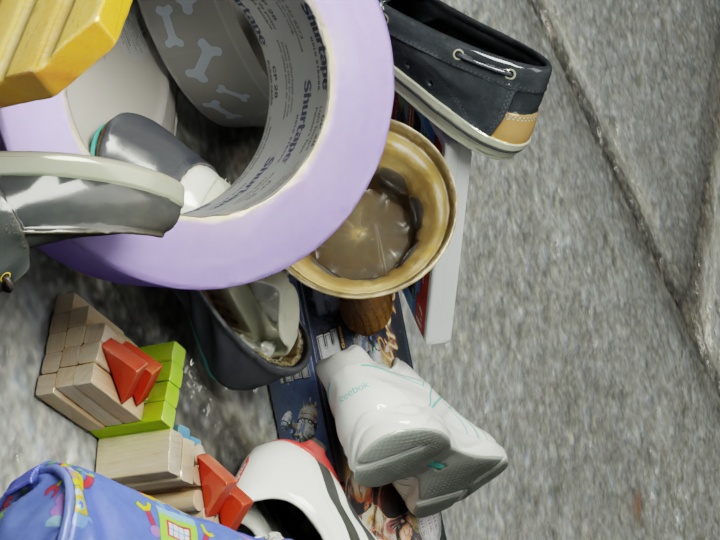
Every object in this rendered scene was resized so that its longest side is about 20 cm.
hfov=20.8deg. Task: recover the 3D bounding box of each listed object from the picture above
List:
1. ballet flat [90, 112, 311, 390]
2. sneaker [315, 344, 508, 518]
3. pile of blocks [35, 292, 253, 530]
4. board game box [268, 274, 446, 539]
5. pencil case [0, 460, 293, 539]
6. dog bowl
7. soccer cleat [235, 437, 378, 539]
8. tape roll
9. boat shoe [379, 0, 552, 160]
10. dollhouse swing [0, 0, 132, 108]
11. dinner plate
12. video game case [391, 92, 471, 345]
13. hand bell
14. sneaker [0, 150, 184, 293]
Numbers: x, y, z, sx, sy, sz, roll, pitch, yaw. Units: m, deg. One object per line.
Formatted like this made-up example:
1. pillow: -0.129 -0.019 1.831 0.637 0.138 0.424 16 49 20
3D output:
1. ballet flat: -0.075 -0.008 1.059 0.200 0.073 0.073 65 29 -41
2. sneaker: 0.033 0.094 1.185 0.080 0.070 0.200 60 7 26
3. pile of blocks: -0.093 0.095 1.024 0.200 0.062 0.082 65 31 -28
4. board game box: -0.005 0.090 1.225 0.135 0.035 0.200 -16 95 -63
5. pencil case: -0.090 0.149 0.942 0.200 0.078 0.087 25 46 -40
6. dog bowl: -0.073 -0.174 1.133 0.200 0.059 0.200 -14 90 -71
7. soccer cleat: -0.002 0.183 1.112 0.200 0.069 0.085 50 33 -1
8. tape roll: -0.090 -0.091 0.952 0.200 0.085 0.200 0 90 -23
9. boat shoe: 0.019 -0.140 1.050 0.200 0.062 0.075 38 29 12
10. dollhouse swing: -0.178 -0.182 0.807 0.182 0.200 0.176 63 36 -30
11. dinner plate: -0.147 -0.119 1.039 0.200 0.024 0.200 33 53 -57
12. video game case: 0.022 -0.074 1.159 0.200 0.017 0.143 -113 -159 -48
13. hand bell: 0.000 0.000 1.116 0.200 0.104 0.104 88 2 -70
14. sneaker: -0.171 0.005 0.831 0.200 0.075 0.106 -1 89 -22
